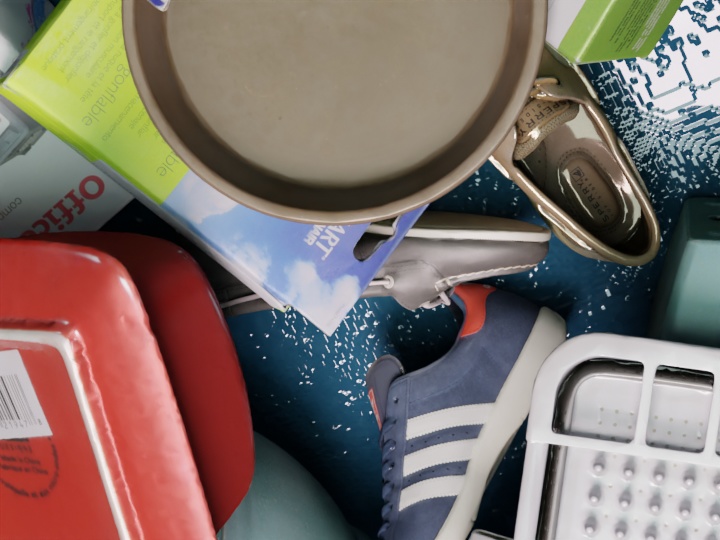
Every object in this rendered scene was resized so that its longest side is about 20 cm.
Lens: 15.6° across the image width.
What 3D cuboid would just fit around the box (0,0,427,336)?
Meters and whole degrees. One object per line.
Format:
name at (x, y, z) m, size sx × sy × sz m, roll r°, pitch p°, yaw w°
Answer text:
box at (-0.062, -0.075, 1.278) m, size 0.200 × 0.048 × 0.122 m, roll 39°, pitch 84°, yaw -13°

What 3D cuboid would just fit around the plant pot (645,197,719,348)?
plant pot at (0.206, 0.071, 1.322) m, size 0.141 × 0.141 × 0.201 m, roll 3°, pitch 106°, yaw 6°

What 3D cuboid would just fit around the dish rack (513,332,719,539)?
dish rack at (0.156, 0.137, 1.238) m, size 0.171 × 0.044 × 0.201 m, roll 8°, pitch 89°, yaw 4°

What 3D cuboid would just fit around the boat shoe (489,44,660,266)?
boat shoe at (0.083, -0.084, 1.296) m, size 0.071 × 0.065 × 0.200 m, roll -43°, pitch 108°, yaw 0°

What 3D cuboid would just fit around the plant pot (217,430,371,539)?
plant pot at (-0.070, 0.177, 1.384) m, size 0.134 × 0.201 × 0.201 m, roll 18°, pitch 117°, yaw -31°

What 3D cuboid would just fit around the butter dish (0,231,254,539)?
butter dish at (-0.123, 0.054, 1.273) m, size 0.199 × 0.148 × 0.200 m, roll 2°, pitch 117°, yaw 40°

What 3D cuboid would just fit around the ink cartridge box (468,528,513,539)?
ink cartridge box at (0.060, 0.236, 1.352) m, size 0.083 × 0.147 × 0.200 m, roll 18°, pitch 155°, yaw -1°

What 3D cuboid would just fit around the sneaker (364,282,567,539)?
sneaker at (0.029, 0.095, 1.353) m, size 0.084 × 0.075 × 0.201 m, roll 27°, pitch 72°, yaw 3°

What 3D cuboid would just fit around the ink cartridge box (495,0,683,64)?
ink cartridge box at (0.084, -0.216, 1.252) m, size 0.200 × 0.076 × 0.148 m, roll 42°, pitch 116°, yaw 22°

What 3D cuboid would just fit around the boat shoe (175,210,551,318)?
boat shoe at (0.000, 0.000, 1.349) m, size 0.199 × 0.067 × 0.057 m, roll 1°, pitch 98°, yaw 14°

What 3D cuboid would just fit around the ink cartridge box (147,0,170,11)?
ink cartridge box at (-0.103, -0.250, 1.207) m, size 0.199 × 0.040 × 0.201 m, roll 40°, pitch 121°, yaw 37°

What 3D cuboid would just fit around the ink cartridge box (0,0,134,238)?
ink cartridge box at (-0.217, -0.083, 1.332) m, size 0.147 × 0.086 × 0.200 m, roll -40°, pitch 102°, yaw 19°

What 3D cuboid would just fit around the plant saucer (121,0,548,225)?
plant saucer at (-0.012, -0.121, 1.222) m, size 0.199 × 0.029 × 0.201 m, roll 0°, pitch 94°, yaw 7°
